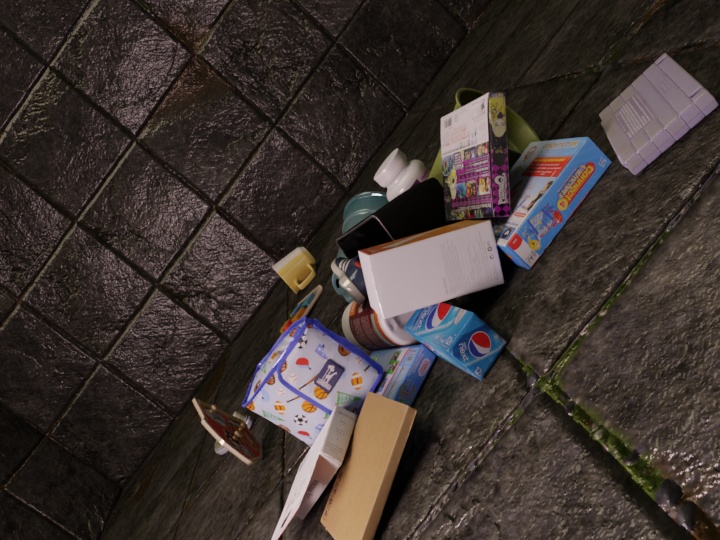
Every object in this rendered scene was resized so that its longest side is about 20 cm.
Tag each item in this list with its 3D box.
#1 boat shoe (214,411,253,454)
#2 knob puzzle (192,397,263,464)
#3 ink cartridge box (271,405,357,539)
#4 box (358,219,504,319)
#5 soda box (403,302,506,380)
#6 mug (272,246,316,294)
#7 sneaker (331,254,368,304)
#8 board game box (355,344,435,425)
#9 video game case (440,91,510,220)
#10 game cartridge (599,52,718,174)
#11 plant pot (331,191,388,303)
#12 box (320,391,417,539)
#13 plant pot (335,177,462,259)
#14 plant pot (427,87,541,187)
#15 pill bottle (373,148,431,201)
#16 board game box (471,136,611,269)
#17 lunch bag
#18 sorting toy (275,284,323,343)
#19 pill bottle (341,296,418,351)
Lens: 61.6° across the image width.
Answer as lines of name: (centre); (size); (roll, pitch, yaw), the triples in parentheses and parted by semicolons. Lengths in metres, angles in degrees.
boat shoe: (-0.381, 0.468, 1.764); (0.200, 0.061, 0.073); (-46, 13, 33)
knob puzzle: (-0.293, 0.380, 1.418); (0.031, 0.218, 0.219); (-49, 12, -2)
ink cartridge box: (-0.077, 0.336, 0.939); (0.176, 0.042, 0.203); (-69, 4, -48)
box: (0.105, -0.006, 0.945); (0.193, 0.101, 0.124); (-16, 7, -6)
soda box: (0.132, 0.094, 0.884); (0.065, 0.067, 0.200); (-53, 12, -6)
mug: (-0.247, 0.000, 2.465); (0.153, 0.186, 0.150); (-43, -21, -7)
sneaker: (0.000, 0.000, 1.130); (0.084, 0.075, 0.200); (-42, 18, 1)
board game box: (0.035, 0.203, 1.013); (0.154, 0.036, 0.199); (-59, 14, -20)
video game case: (0.185, -0.178, 0.999); (0.200, 0.034, 0.189); (-170, 77, -77)
game cartridge: (0.401, -0.218, 0.833); (0.130, 0.038, 0.202); (-50, 12, 32)
plant pot: (0.027, -0.036, 1.382); (0.199, 0.197, 0.200); (-37, 27, 49)
box: (0.008, 0.278, 0.843); (0.206, 0.021, 0.163); (-68, 16, -11)
plant pot: (0.101, -0.056, 1.166); (0.177, 0.201, 0.199); (-44, 8, -25)
plant pot: (0.223, -0.213, 1.182); (0.192, 0.196, 0.202); (-58, 6, 37)
pill bottle: (0.126, -0.164, 1.303); (0.113, 0.199, 0.113); (-47, 13, 15)
board game box: (0.271, -0.112, 0.962); (0.198, 0.055, 0.200); (-52, 12, 3)
lunch bag: (-0.079, 0.184, 1.009); (0.201, 0.168, 0.125); (-47, 17, 31)
sorting toy: (-0.215, 0.155, 2.068); (0.184, 0.036, 0.203); (-40, 18, 47)
pill bottle: (0.043, 0.087, 1.119); (0.116, 0.113, 0.199); (-57, 14, -23)
